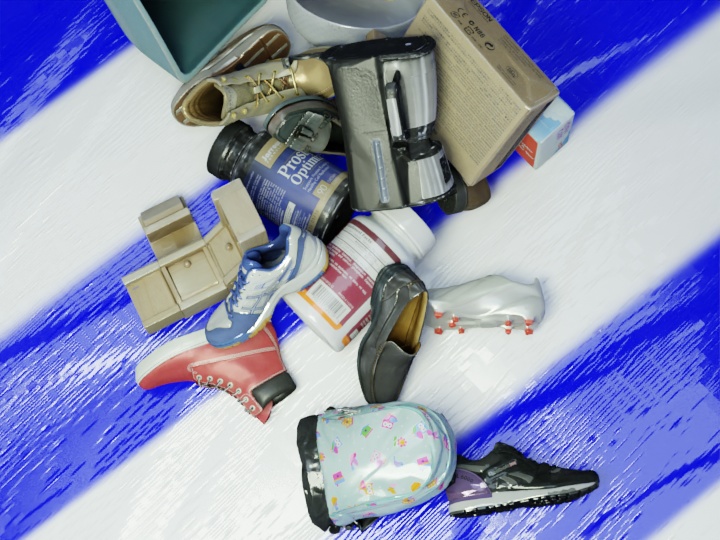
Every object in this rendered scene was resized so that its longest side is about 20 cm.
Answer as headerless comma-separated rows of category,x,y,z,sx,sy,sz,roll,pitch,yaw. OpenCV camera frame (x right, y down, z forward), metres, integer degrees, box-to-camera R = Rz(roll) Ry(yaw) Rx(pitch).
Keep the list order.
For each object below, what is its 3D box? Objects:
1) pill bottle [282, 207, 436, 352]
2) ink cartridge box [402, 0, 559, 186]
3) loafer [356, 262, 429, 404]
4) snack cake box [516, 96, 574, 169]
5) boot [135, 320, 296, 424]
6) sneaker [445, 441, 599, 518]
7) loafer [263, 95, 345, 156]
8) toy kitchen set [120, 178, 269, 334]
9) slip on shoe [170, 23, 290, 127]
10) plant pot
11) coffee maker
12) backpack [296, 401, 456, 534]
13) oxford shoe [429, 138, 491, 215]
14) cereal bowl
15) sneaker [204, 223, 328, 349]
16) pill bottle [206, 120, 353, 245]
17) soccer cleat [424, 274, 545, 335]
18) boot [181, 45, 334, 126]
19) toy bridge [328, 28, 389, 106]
pill bottle,0.000,0.000,1.557,0.114,0.114,0.200,43,83,13
ink cartridge box,0.137,-0.241,1.518,0.075,0.165,0.201,-31,77,-38
loafer,0.044,0.096,1.510,0.072,0.072,0.203,-8,115,-30
snack cake box,0.199,-0.244,1.602,0.067,0.115,0.200,-40,77,-7
boot,-0.192,0.153,1.558,0.198,0.072,0.146,-21,77,-5
sneaker,0.206,0.259,1.500,0.197,0.076,0.089,-8,70,2
loafer,-0.049,-0.188,1.568,0.063,0.199,0.072,49,115,20
toy kitchen set,-0.239,-0.049,1.552,0.198,0.181,0.164,-27,74,-7
slip on shoe,-0.190,-0.284,1.673,0.200,0.076,0.061,-41,37,2
plant pot,-0.282,-0.423,1.641,0.199,0.196,0.197,29,70,36
coffee maker,0.019,-0.187,1.495,0.190,0.134,0.203,7,115,35
backpack,0.024,0.242,1.479,0.198,0.126,0.169,-13,80,14
oxford shoe,0.128,-0.172,1.623,0.083,0.073,0.202,-10,71,-23
cereal bowl,-0.010,-0.361,1.644,0.197,0.084,0.201,5,43,-4
sneaker,-0.138,0.014,1.497,0.200,0.088,0.075,-43,44,8
pill bottle,-0.107,-0.122,1.597,0.199,0.112,0.113,31,80,10
soccer cleat,0.148,0.042,1.565,0.197,0.070,0.078,3,61,4
boot,-0.125,-0.242,1.546,0.198,0.155,0.074,-7,101,35
toy bridge,-0.022,-0.257,1.610,0.199,0.067,0.028,-34,49,39
